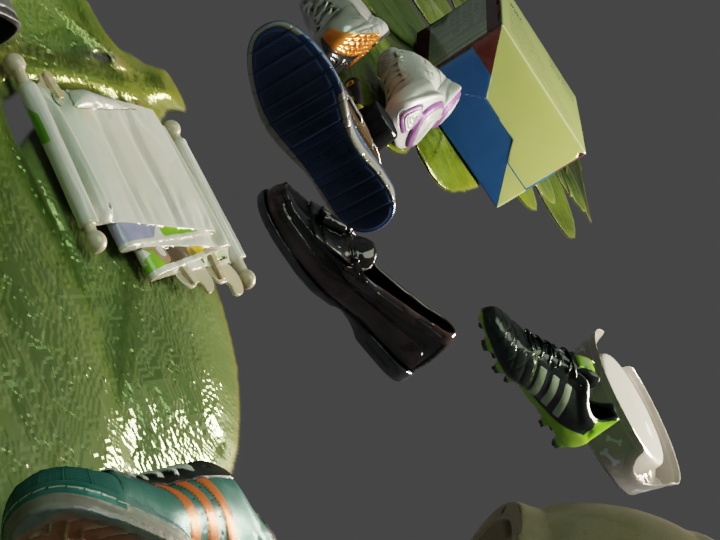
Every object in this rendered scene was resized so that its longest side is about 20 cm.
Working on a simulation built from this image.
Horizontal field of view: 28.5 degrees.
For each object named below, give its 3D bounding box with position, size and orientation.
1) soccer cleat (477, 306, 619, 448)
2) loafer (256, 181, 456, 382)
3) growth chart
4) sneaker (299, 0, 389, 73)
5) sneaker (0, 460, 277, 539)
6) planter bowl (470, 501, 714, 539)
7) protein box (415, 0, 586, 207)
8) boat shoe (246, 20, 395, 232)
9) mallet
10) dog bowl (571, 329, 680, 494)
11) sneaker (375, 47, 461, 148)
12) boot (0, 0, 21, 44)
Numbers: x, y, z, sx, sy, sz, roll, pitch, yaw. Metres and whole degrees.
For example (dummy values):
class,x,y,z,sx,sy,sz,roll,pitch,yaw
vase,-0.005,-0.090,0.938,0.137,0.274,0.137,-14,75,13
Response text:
class,x,y,z,sx,sy,sz,roll,pitch,yaw
soccer cleat,0.187,0.097,1.418,0.200,0.081,0.068,50,20,-30
loafer,0.000,0.000,1.080,0.200,0.063,0.072,50,20,-29
growth chart,-0.132,-0.050,0.869,0.146,0.018,0.200,66,18,15
sneaker,-0.031,-0.243,1.385,0.092,0.075,0.200,51,11,-6
sneaker,-0.094,0.120,0.635,0.200,0.071,0.080,46,17,-52
planter bowl,0.126,0.231,0.907,0.134,0.201,0.201,29,23,-6
protein box,0.175,-0.228,1.805,0.199,0.134,0.201,53,19,-20
boat shoe,-0.036,-0.125,1.183,0.073,0.072,0.201,-98,163,-60
mallet,-0.012,-0.142,1.330,0.041,0.066,0.200,55,4,-19
dog bowl,0.301,0.171,1.660,0.201,0.058,0.201,51,20,-27
sneaker,0.045,-0.190,1.527,0.099,0.075,0.200,41,18,2
boot,-0.244,-0.193,0.707,0.199,0.069,0.133,19,50,-59
